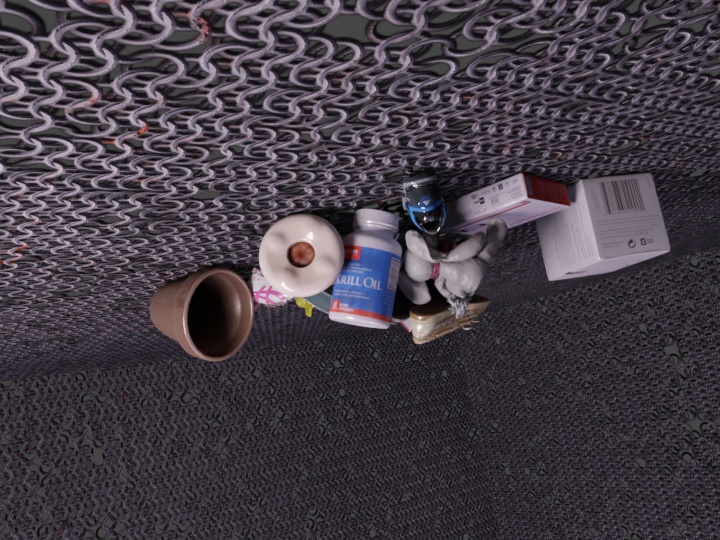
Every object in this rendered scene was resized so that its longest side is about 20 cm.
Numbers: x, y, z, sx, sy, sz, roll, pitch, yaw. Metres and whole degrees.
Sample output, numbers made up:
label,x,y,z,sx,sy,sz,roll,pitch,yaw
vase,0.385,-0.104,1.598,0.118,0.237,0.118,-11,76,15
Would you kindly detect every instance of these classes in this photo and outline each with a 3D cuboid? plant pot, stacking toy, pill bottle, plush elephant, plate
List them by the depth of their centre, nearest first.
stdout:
label,x,y,z,sx,sy,sz,roll,pitch,yaw
pill bottle,0.013,-0.003,1.169,0.112,0.200,0.112,9,172,1
stacking toy,-0.094,-0.008,1.190,0.146,0.146,0.200,-11,166,1
plush elephant,0.148,-0.015,1.194,0.200,0.155,0.165,-54,170,-43
plate,-0.059,0.026,1.408,0.200,0.200,0.026,-1,131,-42
plant pot,-0.362,0.089,1.428,0.174,0.201,0.200,4,179,34

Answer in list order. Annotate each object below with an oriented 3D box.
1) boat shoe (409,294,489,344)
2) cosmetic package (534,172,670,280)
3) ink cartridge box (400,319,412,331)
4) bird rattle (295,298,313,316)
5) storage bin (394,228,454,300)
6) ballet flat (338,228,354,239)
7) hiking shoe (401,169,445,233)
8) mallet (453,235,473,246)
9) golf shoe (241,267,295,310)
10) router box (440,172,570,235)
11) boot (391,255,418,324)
label,x,y,z,sx,sy,sz,roll,pitch,yaw
boat shoe,0.169,0.086,1.252,0.200,0.063,0.073,-11,-160,-37
cosmetic package,0.486,-0.085,1.346,0.165,0.165,0.200,-7,169,-13
ink cartridge box,0.147,0.057,1.527,0.200,0.145,0.083,-4,131,-49
bird rattle,-0.145,0.033,1.540,0.163,0.113,0.200,8,163,-8
storage bin,0.165,-0.009,1.413,0.134,0.200,0.146,-15,138,-53
ballet flat,-0.085,-0.035,1.302,0.200,0.072,0.072,-10,170,-8
hiking shoe,0.107,-0.099,1.104,0.074,0.087,0.200,-13,169,11
mallet,0.222,-0.061,1.580,0.200,0.041,0.066,-22,168,32
golf shoe,-0.211,0.036,1.470,0.200,0.092,0.073,-12,-158,28
router box,0.270,-0.120,1.259,0.200,0.049,0.179,-20,167,39
boot,0.060,0.072,1.313,0.154,0.073,0.204,-54,-174,37
